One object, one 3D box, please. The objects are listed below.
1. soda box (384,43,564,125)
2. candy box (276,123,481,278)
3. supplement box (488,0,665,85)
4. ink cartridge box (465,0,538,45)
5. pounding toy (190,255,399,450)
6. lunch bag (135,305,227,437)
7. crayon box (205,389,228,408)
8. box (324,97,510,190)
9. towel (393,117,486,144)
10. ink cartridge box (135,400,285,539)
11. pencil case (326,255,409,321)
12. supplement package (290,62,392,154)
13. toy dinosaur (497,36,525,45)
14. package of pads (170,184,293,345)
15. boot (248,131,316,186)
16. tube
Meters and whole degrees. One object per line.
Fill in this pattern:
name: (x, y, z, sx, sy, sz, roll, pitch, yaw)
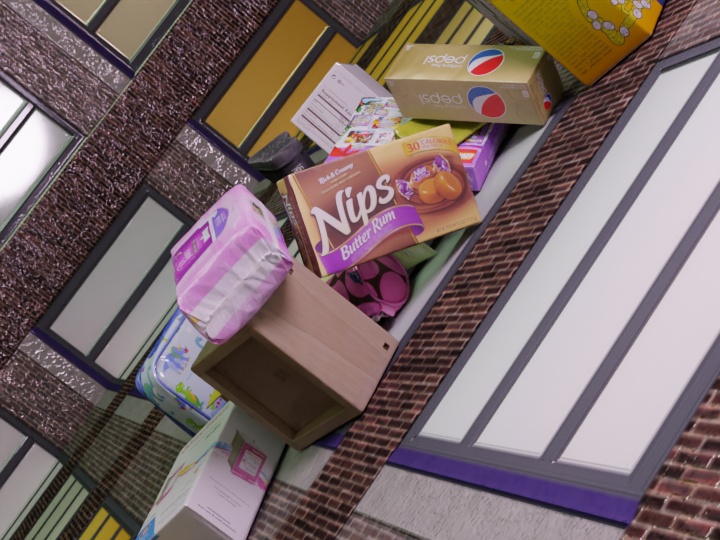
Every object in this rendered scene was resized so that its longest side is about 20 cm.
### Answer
soda box: (0.130, -0.218, 1.668, 0.199, 0.068, 0.064, 7, 53, 36)
candy box: (0.021, -0.075, 1.566, 0.198, 0.118, 0.056, -19, 0, -20)
supplement box: (0.218, -0.317, 1.529, 0.109, 0.199, 0.109, -38, 18, 50)
ink cartridge box: (0.204, -0.363, 1.874, 0.085, 0.146, 0.200, -52, 10, 6)
pounding toy: (-0.085, 0.077, 1.580, 0.200, 0.184, 0.143, -37, 18, 53)
lunch bag: (-0.211, 0.125, 2.007, 0.082, 0.160, 0.201, -38, 19, 50)
crayon box: (-0.121, 0.099, 1.869, 0.127, 0.051, 0.201, -43, 14, 40)
box: (0.071, -0.156, 1.749, 0.198, 0.039, 0.137, 4, 43, 26)
towel: (0.137, -0.205, 1.734, 0.199, 0.018, 0.086, -38, 41, -22)
ink cartridge box: (-0.172, 0.256, 1.637, 0.145, 0.084, 0.201, -45, 12, 35)
pencil case: (-0.029, 0.062, 1.675, 0.200, 0.090, 0.094, -46, 49, 38)
supplement package: (0.004, -0.216, 2.113, 0.111, 0.155, 0.200, -50, -1, 11)
toy dinosaur: (0.150, -0.244, 1.943, 0.136, 0.102, 0.201, -42, -15, -36)
package of pads: (-0.138, -0.009, 1.507, 0.120, 0.076, 0.200, -45, 18, 5)
boot: (-0.055, -0.076, 1.821, 0.065, 0.201, 0.165, -38, 15, -2)
tube: (0.000, 0.000, 1.711, 0.058, 0.052, 0.200, -3, -24, -43)
